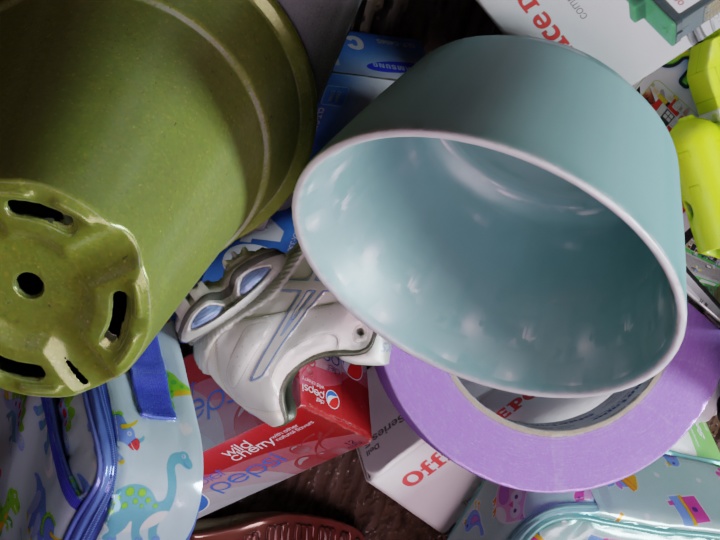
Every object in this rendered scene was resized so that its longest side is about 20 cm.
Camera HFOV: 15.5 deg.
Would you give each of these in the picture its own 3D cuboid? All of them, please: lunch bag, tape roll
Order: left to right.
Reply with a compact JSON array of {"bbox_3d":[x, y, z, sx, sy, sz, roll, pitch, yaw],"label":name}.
[{"bbox_3d":[-0.150,0.082,1.437,0.082,0.201,0.161,7,136,-27],"label":"lunch bag"},{"bbox_3d":[0.103,0.021,1.468,0.199,0.066,0.202,0,91,-5],"label":"tape roll"},{"bbox_3d":[0.150,0.183,1.583,0.199,0.077,0.161,11,128,-26],"label":"lunch bag"}]

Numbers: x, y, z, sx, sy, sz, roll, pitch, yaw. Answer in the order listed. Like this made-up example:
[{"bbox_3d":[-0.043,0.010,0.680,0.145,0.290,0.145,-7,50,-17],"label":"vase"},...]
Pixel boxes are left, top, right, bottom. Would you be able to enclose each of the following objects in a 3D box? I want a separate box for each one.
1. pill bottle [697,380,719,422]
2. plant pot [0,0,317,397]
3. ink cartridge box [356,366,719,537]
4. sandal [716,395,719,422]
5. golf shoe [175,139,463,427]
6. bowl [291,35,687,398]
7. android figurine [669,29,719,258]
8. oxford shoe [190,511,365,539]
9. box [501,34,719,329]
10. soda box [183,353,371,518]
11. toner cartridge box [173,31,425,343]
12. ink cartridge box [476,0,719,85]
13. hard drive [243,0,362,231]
[{"bbox_3d":[0.272,0.030,1.569,0.199,0.117,0.117,-8,133,-7],"label":"pill bottle"},{"bbox_3d":[-0.136,-0.040,1.286,0.199,0.190,0.201,6,125,9],"label":"plant pot"},{"bbox_3d":[0.108,0.103,1.610,0.145,0.084,0.200,-37,131,18],"label":"ink cartridge box"},{"bbox_3d":[0.232,0.081,1.455,0.075,0.045,0.200,-9,164,11],"label":"sandal"},{"bbox_3d":[0.000,0.000,1.400,0.200,0.097,0.078,-40,171,11],"label":"golf shoe"},{"bbox_3d":[0.076,-0.039,1.292,0.200,0.105,0.201,16,147,11],"label":"bowl"},{"bbox_3d":[0.246,-0.072,1.385,0.181,0.041,0.201,-16,92,-13],"label":"android figurine"},{"bbox_3d":[-0.087,0.177,1.647,0.199,0.075,0.071,2,100,-37],"label":"oxford shoe"},{"bbox_3d":[0.160,-0.070,1.414,0.200,0.035,0.110,41,91,-7],"label":"box"},{"bbox_3d":[-0.088,0.092,1.514,0.199,0.070,0.063,-27,142,33],"label":"soda box"},{"bbox_3d":[-0.035,-0.042,1.466,0.094,0.043,0.201,4,130,-21],"label":"toner cartridge box"},{"bbox_3d":[0.140,-0.189,1.293,0.199,0.085,0.146,-34,123,15],"label":"ink cartridge box"},{"bbox_3d":[-0.079,-0.127,1.350,0.139,0.033,0.201,23,126,-3],"label":"hard drive"}]
